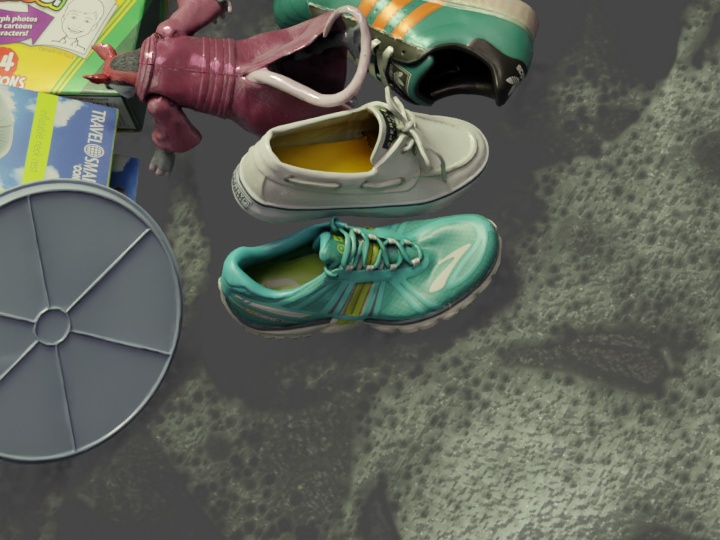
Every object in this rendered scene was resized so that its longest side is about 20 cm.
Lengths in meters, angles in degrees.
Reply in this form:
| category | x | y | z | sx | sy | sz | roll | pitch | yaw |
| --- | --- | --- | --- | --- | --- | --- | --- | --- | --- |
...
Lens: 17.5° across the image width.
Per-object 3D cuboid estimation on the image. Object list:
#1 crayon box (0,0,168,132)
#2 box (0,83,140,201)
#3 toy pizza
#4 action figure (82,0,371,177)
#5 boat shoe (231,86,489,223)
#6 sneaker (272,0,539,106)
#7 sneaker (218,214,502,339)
| category | x | y | z | sx | sy | sz | roll | pitch | yaw |
| --- | --- | --- | --- | --- | --- | --- | --- | --- | --- |
| crayon box | -0.250 | -0.194 | 1.767 | 0.198 | 0.058 | 0.174 | 2 | 63 | 12 |
| box | -0.253 | -0.078 | 1.652 | 0.198 | 0.048 | 0.122 | 11 | 40 | -9 |
| toy pizza | -0.213 | 0.034 | 1.578 | 0.200 | 0.201 | 0.032 | -41 | 31 | -12 |
| action figure | -0.097 | -0.129 | 1.647 | 0.198 | 0.149 | 0.135 | 4 | 94 | -7 |
| boat shoe | 0.013 | -0.088 | 1.601 | 0.201 | 0.086 | 0.075 | -6 | 62 | -29 |
| sneaker | 0.026 | -0.166 | 1.692 | 0.198 | 0.072 | 0.080 | 9 | 59 | 14 |
| sneaker | 0.000 | 0.000 | 1.604 | 0.198 | 0.080 | 0.078 | -12 | 60 | 3 |
